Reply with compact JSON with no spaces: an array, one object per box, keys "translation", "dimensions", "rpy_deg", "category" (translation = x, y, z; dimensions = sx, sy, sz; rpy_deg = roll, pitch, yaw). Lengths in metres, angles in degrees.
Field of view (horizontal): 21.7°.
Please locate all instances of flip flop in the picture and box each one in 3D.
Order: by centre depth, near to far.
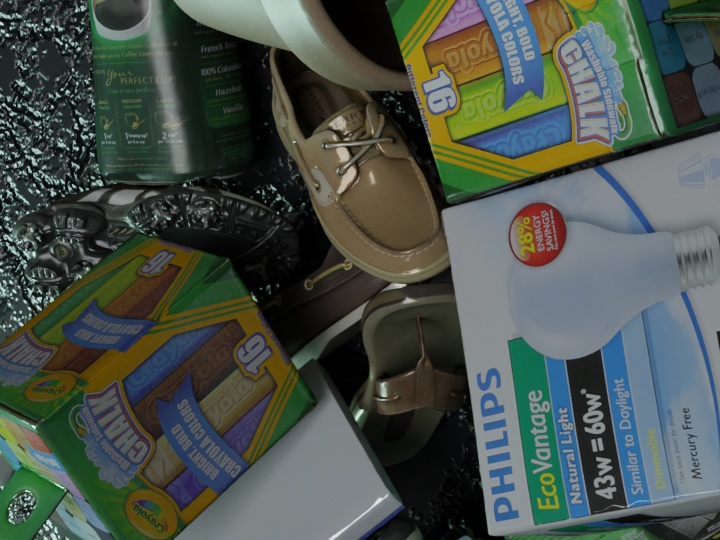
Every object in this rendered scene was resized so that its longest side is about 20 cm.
[{"translation":[0.034,0.072,1.167],"dimensions":[0.200,0.081,0.058],"rpy_deg":[107,155,-50],"category":"flip flop"}]

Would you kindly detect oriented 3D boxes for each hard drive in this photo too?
[{"translation":[-0.079,0.161,1.178],"dimensions":[0.200,0.025,0.132],"rpy_deg":[-39,44,6],"category":"hard drive"}]

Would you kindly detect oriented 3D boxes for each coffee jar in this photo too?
[{"translation":[-0.128,-0.160,1.229],"dimensions":[0.104,0.085,0.200],"rpy_deg":[3,104,35],"category":"coffee jar"}]

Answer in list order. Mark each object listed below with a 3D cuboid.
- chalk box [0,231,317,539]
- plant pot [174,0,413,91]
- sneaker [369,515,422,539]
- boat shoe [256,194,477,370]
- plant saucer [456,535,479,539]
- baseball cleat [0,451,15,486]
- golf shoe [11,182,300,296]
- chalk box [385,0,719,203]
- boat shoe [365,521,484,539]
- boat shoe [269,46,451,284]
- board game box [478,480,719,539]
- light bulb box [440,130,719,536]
[{"translation":[-0.153,0.089,1.146],"dimensions":[0.124,0.200,0.124],"rpy_deg":[15,140,53],"category":"chalk box"},{"translation":[-0.031,-0.207,1.124],"dimensions":[0.175,0.200,0.200],"rpy_deg":[5,105,44],"category":"plant pot"},{"translation":[0.018,0.241,1.168],"dimensions":[0.093,0.070,0.200],"rpy_deg":[33,125,16],"category":"sneaker"},{"translation":[0.000,0.000,1.210],"dimensions":[0.200,0.072,0.060],"rpy_deg":[-39,85,35],"category":"boat shoe"},{"translation":[0.023,0.231,1.210],"dimensions":[0.200,0.019,0.070],"rpy_deg":[-34,84,41],"category":"plant saucer"},{"translation":[-0.159,0.086,1.257],"dimensions":[0.106,0.200,0.070],"rpy_deg":[39,161,10],"category":"baseball cleat"},{"translation":[-0.129,-0.032,1.259],"dimensions":[0.200,0.094,0.078],"rpy_deg":[3,114,16],"category":"golf shoe"},{"translation":[0.137,-0.126,1.016],"dimensions":[0.200,0.125,0.124],"rpy_deg":[-16,92,43],"category":"chalk box"},{"translation":[0.058,0.199,1.230],"dimensions":[0.200,0.072,0.068],"rpy_deg":[0,104,35],"category":"boat shoe"},{"translation":[-0.007,-0.070,1.147],"dimensions":[0.200,0.071,0.065],"rpy_deg":[52,167,39],"category":"boat shoe"},{"translation":[0.175,0.127,1.140],"dimensions":[0.200,0.023,0.105],"rpy_deg":[-33,66,22],"category":"board game box"},{"translation":[0.170,0.041,1.068],"dimensions":[0.200,0.125,0.198],"rpy_deg":[-16,74,29],"category":"light bulb box"}]
